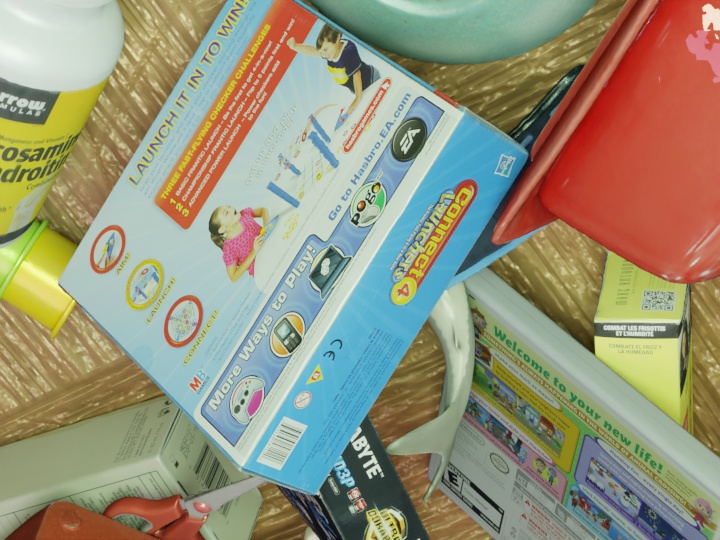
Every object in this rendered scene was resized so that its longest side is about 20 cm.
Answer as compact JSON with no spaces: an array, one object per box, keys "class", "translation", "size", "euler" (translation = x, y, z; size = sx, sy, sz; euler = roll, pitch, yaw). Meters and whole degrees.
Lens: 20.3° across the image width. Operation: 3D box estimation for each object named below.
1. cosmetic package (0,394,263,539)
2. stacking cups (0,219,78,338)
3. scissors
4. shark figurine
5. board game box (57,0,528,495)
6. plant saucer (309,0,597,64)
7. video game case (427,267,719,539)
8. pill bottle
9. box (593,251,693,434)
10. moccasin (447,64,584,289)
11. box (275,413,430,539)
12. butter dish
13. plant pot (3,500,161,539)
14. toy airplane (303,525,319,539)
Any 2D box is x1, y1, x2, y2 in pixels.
[{"class":"cosmetic package","translation":[-0.176,0.158,1.297],"size":[0.199,0.073,0.104],"euler":[-17,119,26]},{"class":"stacking cups","translation":[-0.251,-0.035,1.187],"size":[0.199,0.061,0.061],"euler":[31,127,-8]},{"class":"scissors","translation":[-0.102,0.136,1.164],"size":[0.073,0.014,0.200],"euler":[26,151,-7]},{"class":"shark figurine","translation":[0.021,0.008,1.125],"size":[0.215,0.128,0.090],"euler":[56,169,8]},{"class":"board game box","translation":[-0.041,-0.024,1.011],"size":[0.056,0.196,0.201],"euler":[26,99,-44]},{"class":"plant saucer","translation":[0.037,-0.184,1.015],"size":[0.200,0.039,0.202],"euler":[7,125,10]},{"class":"video game case","translation":[0.121,0.118,1.138],"size":[0.200,0.022,0.183],"euler":[41,145,28]},{"class":"pill bottle","translation":[-0.195,-0.112,1.085],"size":[0.112,0.112,0.200],"euler":[29,128,-6]},{"class":"box","translation":[0.165,0.088,1.153],"size":[0.050,0.075,0.201],"euler":[3,124,13]},{"class":"moccasin","translation":[0.052,-0.040,1.057],"size":[0.068,0.199,0.080],"euler":[61,162,-12]},{"class":"box","translation":[-0.036,0.084,1.131],"size":[0.046,0.200,0.159],"euler":[-32,124,-10]},{"class":"butter dish","translation":[0.190,-0.068,0.938],"size":[0.148,0.200,0.200],"euler":[44,129,14]},{"class":"plant pot","translation":[-0.165,0.259,1.204],"size":[0.199,0.200,0.177],"euler":[24,126,-7]},{"class":"toy airplane","translation":[0.026,0.262,1.273],"size":[0.199,0.141,0.200],"euler":[24,127,-2]}]
